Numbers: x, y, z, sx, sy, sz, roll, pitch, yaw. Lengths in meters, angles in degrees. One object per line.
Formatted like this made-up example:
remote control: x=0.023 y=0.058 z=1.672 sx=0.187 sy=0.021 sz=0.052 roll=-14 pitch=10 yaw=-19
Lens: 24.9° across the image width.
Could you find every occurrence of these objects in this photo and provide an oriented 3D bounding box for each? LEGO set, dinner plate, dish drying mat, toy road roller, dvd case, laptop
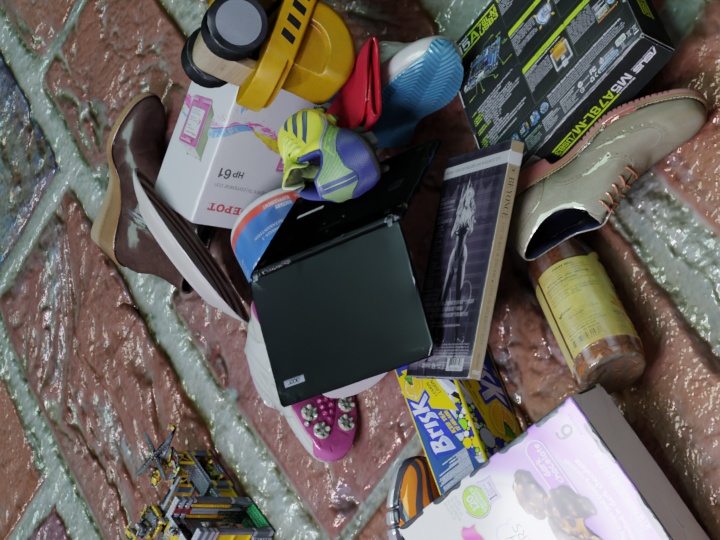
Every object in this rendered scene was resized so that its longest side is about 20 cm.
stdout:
LEGO set: x=-0.193 y=0.274 z=1.713 sx=0.154 sy=0.116 sz=0.200 roll=-55 pitch=48 yaw=26
dinner plate: x=-0.182 y=-0.021 z=1.697 sx=0.024 sy=0.200 sz=0.200 roll=-37 pitch=53 yaw=3
dish drying mat: x=-0.008 y=-0.149 z=1.533 sx=0.200 sy=0.018 sz=0.077 roll=128 pitch=141 yaw=-73
toy road roller: x=-0.069 y=-0.241 z=1.517 sx=0.201 sy=0.146 sz=0.123 roll=-70 pitch=14 yaw=-16
dvd case: x=0.088 y=-0.006 z=1.392 sx=0.149 sy=0.016 sz=0.201 roll=170 pitch=111 yaw=-72
laptop: x=0.000 y=0.000 z=1.470 sx=0.177 sy=0.103 sz=0.200 roll=-21 pitch=26 yaw=34

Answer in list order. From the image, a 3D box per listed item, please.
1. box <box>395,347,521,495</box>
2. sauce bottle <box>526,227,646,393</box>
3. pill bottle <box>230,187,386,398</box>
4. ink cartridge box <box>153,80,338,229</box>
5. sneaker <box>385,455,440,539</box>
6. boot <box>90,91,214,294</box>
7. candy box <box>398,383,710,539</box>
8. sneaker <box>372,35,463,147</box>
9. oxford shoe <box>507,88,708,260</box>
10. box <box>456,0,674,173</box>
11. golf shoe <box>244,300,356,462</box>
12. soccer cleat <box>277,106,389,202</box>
box: x=0.089 y=0.123 z=1.464 sx=0.064 sy=0.070 sz=0.200 roll=-39 pitch=57 yaw=34
sauce bottle: x=0.180 y=0.012 z=1.383 sx=0.066 sy=0.066 sz=0.200 roll=-47 pitch=45 yaw=32
pill bottle: x=-0.043 y=0.022 z=1.593 sx=0.112 sy=0.112 sz=0.200 roll=-52 pitch=51 yaw=29
ink cartridge box: x=-0.107 y=-0.143 z=1.664 sx=0.085 sy=0.144 sz=0.201 roll=36 pitch=110 yaw=43
sneaker: x=0.092 y=0.260 z=1.448 sx=0.112 sy=0.077 sz=0.201 roll=-14 pitch=84 yaw=41
boot: x=-0.220 y=-0.089 z=1.855 sx=0.166 sy=0.072 sz=0.201 roll=24 pitch=100 yaw=34
candy box: x=0.157 y=0.220 z=1.318 sx=0.200 sy=0.071 sz=0.168 roll=-41 pitch=76 yaw=25
sneaker: x=0.037 y=-0.182 z=1.526 sx=0.200 sy=0.076 sz=0.081 roll=142 pitch=129 yaw=-65
oxford shoe: x=0.207 y=-0.075 z=1.346 sx=0.200 sy=0.071 sz=0.074 roll=-35 pitch=47 yaw=22
box: x=0.167 y=-0.188 z=1.418 sx=0.200 sy=0.047 sz=0.194 roll=-49 pitch=36 yaw=31
golf shoe: x=-0.063 y=0.118 z=1.643 sx=0.092 sy=0.075 sz=0.200 roll=-61 pitch=42 yaw=43
soccer cleat: x=-0.046 y=-0.104 z=1.494 sx=0.200 sy=0.084 sz=0.065 roll=26 pitch=143 yaw=64
